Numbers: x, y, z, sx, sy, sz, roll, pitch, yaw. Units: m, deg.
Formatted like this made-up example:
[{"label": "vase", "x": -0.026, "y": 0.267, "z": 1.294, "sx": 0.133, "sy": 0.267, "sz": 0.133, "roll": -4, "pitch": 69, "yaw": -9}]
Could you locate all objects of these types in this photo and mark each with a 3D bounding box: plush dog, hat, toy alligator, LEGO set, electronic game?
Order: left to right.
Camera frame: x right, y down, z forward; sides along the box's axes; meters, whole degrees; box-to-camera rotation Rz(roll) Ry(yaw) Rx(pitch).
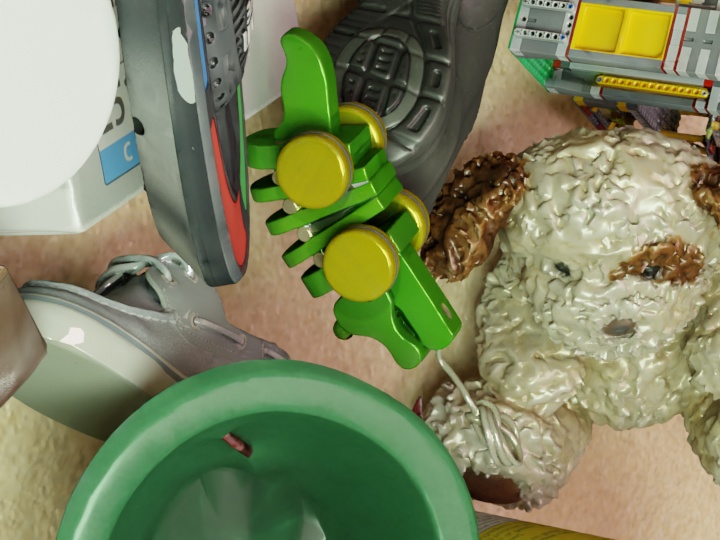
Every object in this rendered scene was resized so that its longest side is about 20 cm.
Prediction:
[{"label": "electronic game", "x": -0.058, "y": -0.094, "z": 1.041, "sx": 0.041, "sy": 0.200, "sz": 0.201, "roll": -6, "pitch": 103, "yaw": 1}, {"label": "hat", "x": -0.055, "y": 0.107, "z": 1.191, "sx": 0.199, "sy": 0.176, "sz": 0.166, "roll": 25, "pitch": 89, "yaw": -25}, {"label": "toy alligator", "x": 0.000, "y": 0.000, "z": 1.198, "sx": 0.201, "sy": 0.054, "sz": 0.059, "roll": 64, "pitch": 23, "yaw": -10}, {"label": "plush dog", "x": 0.119, "y": 0.002, "z": 1.322, "sx": 0.172, "sy": 0.199, "sz": 0.161, "roll": 79, "pitch": 12, "yaw": -51}, {"label": "LEGO set", "x": 0.156, "y": -0.123, "z": 1.331, "sx": 0.200, "sy": 0.115, "sz": 0.154, "roll": 52, "pitch": 52, "yaw": -58}]

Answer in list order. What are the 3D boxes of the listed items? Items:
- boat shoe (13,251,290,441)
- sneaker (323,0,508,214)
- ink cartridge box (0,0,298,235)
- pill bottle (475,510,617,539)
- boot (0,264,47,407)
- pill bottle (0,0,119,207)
[{"label": "boat shoe", "x": -0.085, "y": 0.030, "z": 1.183, "sx": 0.201, "sy": 0.070, "sz": 0.072, "roll": 36, "pitch": 59, "yaw": -59}, {"label": "sneaker", "x": 0.029, "y": -0.109, "z": 1.294, "sx": 0.091, "sy": 0.076, "sz": 0.201, "roll": 72, "pitch": 36, "yaw": -57}, {"label": "ink cartridge box", "x": -0.094, "y": -0.128, "z": 1.138, "sx": 0.200, "sy": 0.045, "sz": 0.177, "roll": -41, "pitch": 125, "yaw": -58}, {"label": "pill bottle", "x": 0.056, "y": 0.161, "z": 1.254, "sx": 0.114, "sy": 0.200, "sz": 0.115, "roll": -6, "pitch": 99, "yaw": -43}, {"label": "boot", "x": -0.220, "y": 0.047, "z": 1.015, "sx": 0.200, "sy": 0.064, "sz": 0.186, "roll": -49, "pitch": 135, "yaw": 5}, {"label": "pill bottle", "x": -0.179, "y": -0.074, "z": 1.001, "sx": 0.113, "sy": 0.200, "sz": 0.114, "roll": -5, "pitch": 98, "yaw": -42}]
